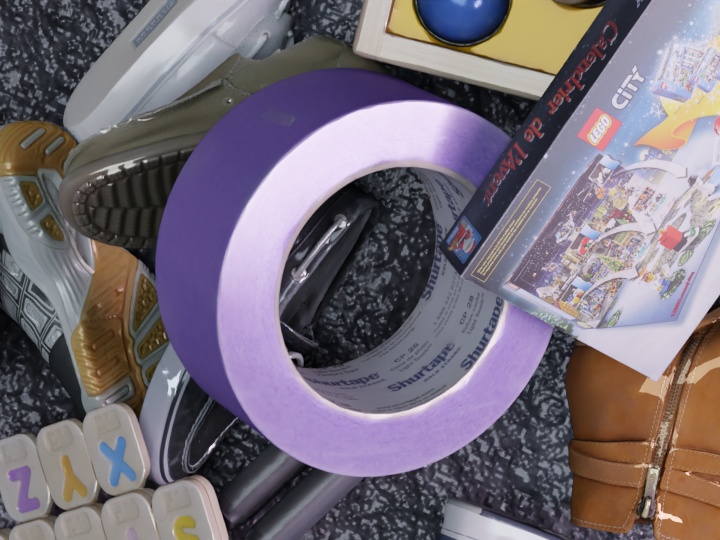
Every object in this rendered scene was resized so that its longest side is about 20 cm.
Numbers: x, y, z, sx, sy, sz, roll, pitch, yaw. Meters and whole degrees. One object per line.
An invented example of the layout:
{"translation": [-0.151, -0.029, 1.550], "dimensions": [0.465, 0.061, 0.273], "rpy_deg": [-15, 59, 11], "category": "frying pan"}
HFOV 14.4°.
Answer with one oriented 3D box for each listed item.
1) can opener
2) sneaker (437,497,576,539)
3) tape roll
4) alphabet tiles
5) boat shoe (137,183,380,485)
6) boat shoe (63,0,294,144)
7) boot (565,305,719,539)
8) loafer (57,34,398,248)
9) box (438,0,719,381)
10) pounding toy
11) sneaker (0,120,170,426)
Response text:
{"translation": [-0.053, 0.138, 1.589], "dimensions": [0.200, 0.067, 0.053], "rpy_deg": [-43, 75, -2], "category": "can opener"}
{"translation": [0.120, 0.222, 1.538], "dimensions": [0.202, 0.077, 0.146], "rpy_deg": [17, 85, 18], "category": "sneaker"}
{"translation": [0.000, 0.000, 1.480], "dimensions": [0.200, 0.085, 0.200], "rpy_deg": [-8, 109, -25], "category": "tape roll"}
{"translation": [-0.142, 0.177, 1.568], "dimensions": [0.200, 0.015, 0.196], "rpy_deg": [-18, 88, 40], "category": "alphabet tiles"}
{"translation": [-0.054, 0.038, 1.565], "dimensions": [0.068, 0.074, 0.200], "rpy_deg": [30, 89, 21], "category": "boat shoe"}
{"translation": [-0.074, -0.130, 1.564], "dimensions": [0.068, 0.072, 0.200], "rpy_deg": [40, 95, -27], "category": "boat shoe"}
{"translation": [0.206, 0.077, 1.519], "dimensions": [0.200, 0.077, 0.156], "rpy_deg": [7, 93, 12], "category": "boot"}
{"translation": [-0.073, -0.071, 1.521], "dimensions": [0.200, 0.076, 0.068], "rpy_deg": [-18, 49, -20], "category": "loafer"}
{"translation": [0.151, -0.057, 1.443], "dimensions": [0.136, 0.038, 0.200], "rpy_deg": [28, 104, -28], "category": "box"}
{"translation": [0.116, -0.178, 1.486], "dimensions": [0.200, 0.142, 0.185], "rpy_deg": [15, 96, 8], "category": "pounding toy"}
{"translation": [-0.168, 0.011, 1.593], "dimensions": [0.088, 0.076, 0.200], "rpy_deg": [-10, 107, 44], "category": "sneaker"}
